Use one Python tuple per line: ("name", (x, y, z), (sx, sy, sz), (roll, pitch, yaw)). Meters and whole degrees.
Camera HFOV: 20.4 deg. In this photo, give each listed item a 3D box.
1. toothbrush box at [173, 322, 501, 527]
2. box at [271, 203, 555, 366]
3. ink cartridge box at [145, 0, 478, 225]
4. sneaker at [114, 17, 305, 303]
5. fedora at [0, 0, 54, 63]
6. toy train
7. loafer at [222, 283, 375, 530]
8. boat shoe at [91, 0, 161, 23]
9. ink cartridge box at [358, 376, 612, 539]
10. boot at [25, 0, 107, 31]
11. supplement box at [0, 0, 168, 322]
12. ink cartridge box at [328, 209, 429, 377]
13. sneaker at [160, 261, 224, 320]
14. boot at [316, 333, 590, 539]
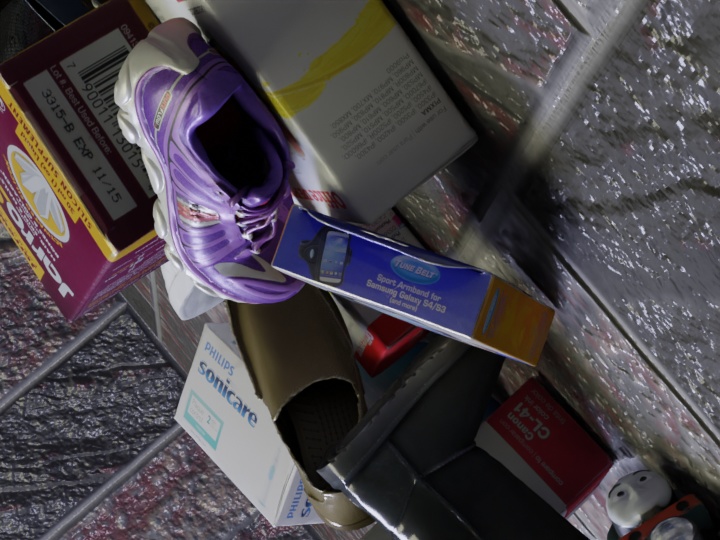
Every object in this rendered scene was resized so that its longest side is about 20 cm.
("toothbrush box", (-0.010, 0.108, 1.454), (0.199, 0.086, 0.146), (3, -153, -41))
("box", (0.031, 0.010, 1.103), (0.118, 0.042, 0.200), (19, 180, 18))
("ink cartridge box", (-0.041, -0.128, 1.096), (0.201, 0.083, 0.145), (53, 169, -14))
("sneaker", (-0.069, -0.042, 1.072), (0.083, 0.081, 0.201), (34, 161, 36))
("fedora", (-0.227, -0.166, 1.548), (0.201, 0.200, 0.092), (49, 145, 8))
("toy train", (0.206, 0.208, 1.216), (0.201, 0.085, 0.114), (59, 176, -35))
("loafer", (-0.032, 0.069, 1.302), (0.067, 0.076, 0.201), (85, 159, -77))
("boat shoe", (-0.128, -0.179, 1.202), (0.086, 0.075, 0.202), (-8, 134, 49))
("ink cartridge box", (0.067, 0.179, 1.355), (0.086, 0.200, 0.148), (48, 168, 10))
("boot", (-0.152, -0.161, 1.401), (0.200, 0.097, 0.075), (51, 169, 2))
("supplement box", (-0.159, -0.065, 1.219), (0.131, 0.103, 0.200), (55, 160, 3))
("ink cartridge box", (0.000, 0.000, 1.387), (0.200, 0.067, 0.116), (50, 168, 7))
("sneaker", (-0.126, -0.048, 1.408), (0.116, 0.073, 0.200), (53, 159, 15))
("boot", (0.098, 0.135, 1.246), (0.200, 0.165, 0.066), (44, 180, -4))
